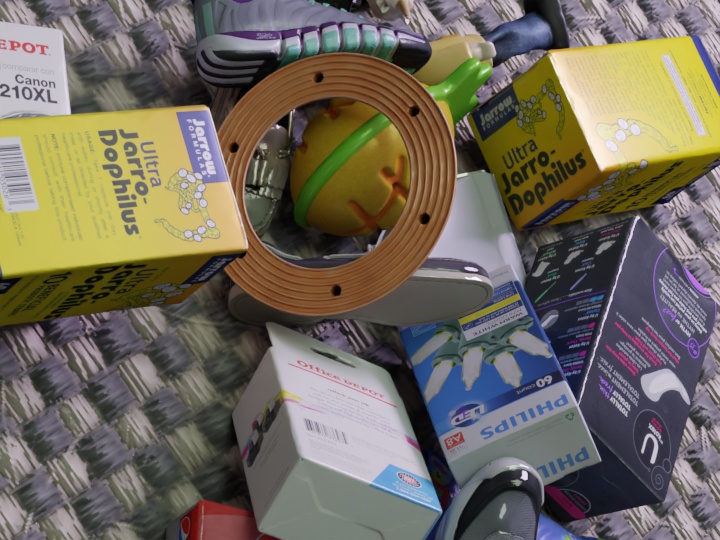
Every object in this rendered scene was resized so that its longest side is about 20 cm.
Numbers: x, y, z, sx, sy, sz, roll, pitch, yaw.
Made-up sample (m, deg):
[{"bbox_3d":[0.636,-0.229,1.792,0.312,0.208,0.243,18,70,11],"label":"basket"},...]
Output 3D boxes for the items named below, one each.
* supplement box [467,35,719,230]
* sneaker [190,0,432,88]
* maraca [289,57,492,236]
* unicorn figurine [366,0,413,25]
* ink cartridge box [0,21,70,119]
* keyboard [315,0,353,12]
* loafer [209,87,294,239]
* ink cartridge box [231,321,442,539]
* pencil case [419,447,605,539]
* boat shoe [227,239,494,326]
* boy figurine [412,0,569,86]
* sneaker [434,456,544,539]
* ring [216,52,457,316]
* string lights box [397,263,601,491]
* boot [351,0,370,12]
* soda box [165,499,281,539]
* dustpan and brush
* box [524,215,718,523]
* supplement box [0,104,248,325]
[{"bbox_3d":[0.207,-0.116,1.871,0.199,0.109,0.110,-11,72,-43],"label":"supplement box"},{"bbox_3d":[-0.037,-0.191,1.729,0.199,0.074,0.088,-2,65,-32],"label":"sneaker"},{"bbox_3d":[0.025,-0.098,1.750,0.200,0.137,0.107,-35,78,-27],"label":"maraca"},{"bbox_3d":[0.013,-0.279,1.788,0.199,0.074,0.138,31,84,29],"label":"unicorn figurine"},{"bbox_3d":[-0.280,-0.075,1.587,0.144,0.084,0.201,5,64,-31],"label":"ink cartridge box"},{"bbox_3d":[-0.013,-0.279,1.842,0.103,0.040,0.201,12,71,8],"label":"keyboard"},{"bbox_3d":[-0.083,-0.117,1.745,0.072,0.063,0.201,19,57,-23],"label":"loafer"},{"bbox_3d":[-0.023,0.126,1.621,0.115,0.068,0.200,23,20,-20],"label":"ink cartridge box"},{"bbox_3d":[0.101,0.202,1.686,0.199,0.078,0.087,27,48,-17],"label":"pencil case"},{"bbox_3d":[0.000,0.000,1.690,0.199,0.073,0.063,-2,57,4],"label":"boat shoe"},{"bbox_3d":[0.066,-0.176,1.843,0.199,0.124,0.065,-17,101,-8],"label":"boy figurine"},{"bbox_3d":[0.092,0.233,1.541,0.075,0.114,0.201,20,93,-24],"label":"sneaker"},{"bbox_3d":[-0.023,-0.063,1.657,0.019,0.199,0.202,38,34,-67],"label":"ring"},{"bbox_3d":[0.098,0.085,1.665,0.200,0.102,0.059,-110,176,-58],"label":"string lights box"},{"bbox_3d":[0.020,-0.288,1.905,0.199,0.068,0.131,-23,83,-29],"label":"boot"},{"bbox_3d":[-0.039,0.223,1.597,0.199,0.063,0.070,16,58,-24],"label":"soda box"},{"bbox_3d":[0.039,0.007,1.771,0.199,0.057,0.140,-15,87,-43],"label":"dustpan and brush"},{"bbox_3d":[0.188,0.078,1.769,0.122,0.106,0.201,44,48,-27],"label":"box"},{"bbox_3d":[-0.194,-0.035,1.498,0.199,0.109,0.110,-7,73,-35],"label":"supplement box"}]
